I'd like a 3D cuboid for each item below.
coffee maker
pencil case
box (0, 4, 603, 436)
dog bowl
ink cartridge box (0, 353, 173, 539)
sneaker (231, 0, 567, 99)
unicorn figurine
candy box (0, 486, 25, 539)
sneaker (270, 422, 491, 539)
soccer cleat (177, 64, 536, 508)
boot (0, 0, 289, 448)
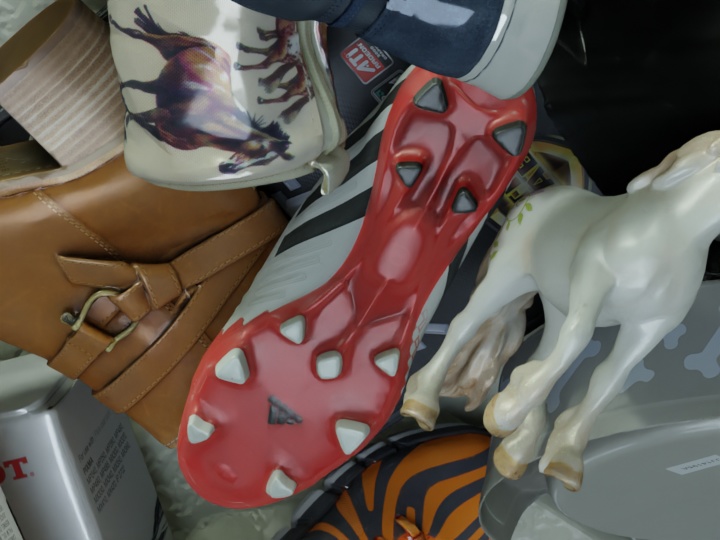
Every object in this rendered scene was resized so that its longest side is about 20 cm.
[{"bbox_3d":[0.163,-0.080,0.909,0.192,0.135,0.200,22,163,-39],"label":"coffee maker"},{"bbox_3d":[-0.049,-0.125,0.934,0.089,0.078,0.201,1,102,34],"label":"pencil case"},{"bbox_3d":[-0.007,-0.046,1.050,0.198,0.050,0.200,-35,107,20],"label":"box"},{"bbox_3d":[0.141,0.060,1.024,0.199,0.059,0.200,-3,157,-1],"label":"dog bowl"},{"bbox_3d":[-0.149,0.144,1.123,0.144,0.084,0.201,-13,107,15],"label":"ink cartridge box"},{"bbox_3d":[-0.001,-0.167,0.868,0.146,0.203,0.077,14,155,-17],"label":"sneaker"},{"bbox_3d":[0.086,0.006,0.907,0.074,0.200,0.138,39,79,-33],"label":"unicorn figurine"},{"bbox_3d":[-0.178,0.157,1.041,0.136,0.061,0.201,-13,107,32],"label":"candy box"},{"bbox_3d":[0.002,0.136,1.053,0.200,0.112,0.078,-35,113,-20],"label":"sneaker"},{"bbox_3d":[0.000,0.000,0.989,0.068,0.085,0.200,30,106,-6],"label":"soccer cleat"},{"bbox_3d":[-0.123,0.013,1.017,0.200,0.074,0.155,-37,112,14],"label":"boot"}]
